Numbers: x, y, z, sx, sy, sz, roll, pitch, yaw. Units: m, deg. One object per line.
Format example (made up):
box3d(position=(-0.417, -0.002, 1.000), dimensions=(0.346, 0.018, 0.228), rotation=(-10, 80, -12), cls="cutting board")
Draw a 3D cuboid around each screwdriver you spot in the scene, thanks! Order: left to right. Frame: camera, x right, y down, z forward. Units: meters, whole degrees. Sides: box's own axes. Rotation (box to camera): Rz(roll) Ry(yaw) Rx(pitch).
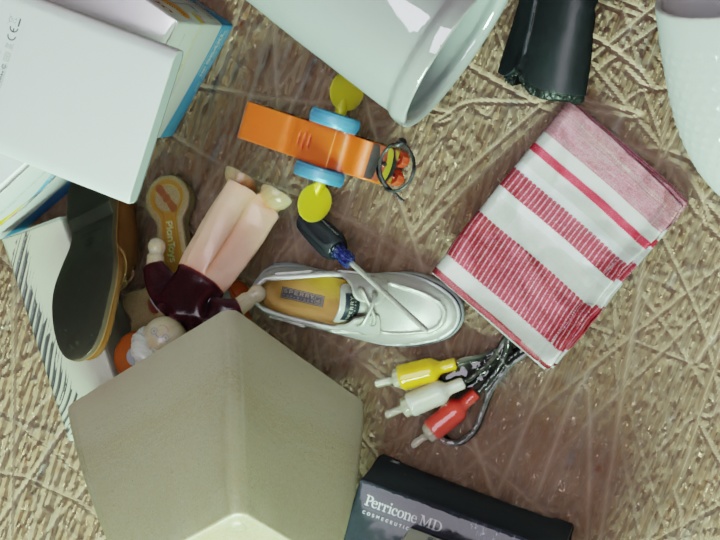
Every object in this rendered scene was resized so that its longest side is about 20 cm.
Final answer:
box3d(position=(0.000, 0.000, 1.611), dimensions=(0.028, 0.029, 0.200), rotation=(-47, 44, -1), cls="screwdriver")

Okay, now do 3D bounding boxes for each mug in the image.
box3d(position=(0.356, -0.162, 1.529), dimensions=(0.198, 0.148, 0.177), rotation=(-20, 113, -17), cls="mug")

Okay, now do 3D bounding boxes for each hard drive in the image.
box3d(position=(-0.258, -0.153, 1.499), dimensions=(0.198, 0.026, 0.133), rotation=(21, 99, 9), cls="hard drive")

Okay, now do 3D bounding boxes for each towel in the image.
box3d(position=(0.179, -0.031, 1.615), dimensions=(0.144, 0.023, 0.201), rotation=(40, 92, 6), cls="towel")

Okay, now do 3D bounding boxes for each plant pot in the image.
box3d(position=(-0.120, 0.190, 1.574), dimensions=(0.199, 0.178, 0.200), rotation=(-30, 134, 23), cls="plant pot")

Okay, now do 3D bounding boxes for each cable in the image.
box3d(position=(0.116, 0.093, 1.643), dimensions=(0.199, 0.050, 0.098), rotation=(-31, 95, 12), cls="cable")

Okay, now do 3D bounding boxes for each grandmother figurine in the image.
box3d(position=(-0.145, 0.006, 1.622), dimensions=(0.120, 0.061, 0.201), rotation=(22, 76, 28), cls="grandmother figurine")

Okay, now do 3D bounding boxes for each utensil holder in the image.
box3d(position=(0.009, -0.250, 1.570), dimensions=(0.199, 0.170, 0.171), rotation=(36, 101, 8), cls="utensil holder")

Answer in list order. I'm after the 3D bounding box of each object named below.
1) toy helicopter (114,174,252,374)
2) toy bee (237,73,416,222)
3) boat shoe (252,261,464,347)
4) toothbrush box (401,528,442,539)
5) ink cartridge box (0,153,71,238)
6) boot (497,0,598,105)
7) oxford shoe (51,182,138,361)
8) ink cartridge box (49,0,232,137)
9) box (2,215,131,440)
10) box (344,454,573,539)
box3d(position=(-0.161, 0.009, 1.680), dimensions=(0.131, 0.079, 0.203), rotation=(-9, 82, 18), cls="toy helicopter")
box3d(position=(-0.012, -0.098, 1.633), dimensions=(0.200, 0.108, 0.131), rotation=(46, 109, 30), cls="toy bee")
box3d(position=(-0.004, 0.031, 1.649), dimensions=(0.198, 0.070, 0.072), rotation=(11, 99, 8), cls="boat shoe")
box3d(position=(0.105, 0.328, 1.534), dimensions=(0.198, 0.085, 0.148), rotation=(20, 99, 9), cls="toothbrush box")
box3d(position=(-0.343, -0.122, 1.635), dimensions=(0.146, 0.200, 0.147), rotation=(-39, 88, 12), cls="ink cartridge box")
box3d(position=(0.201, -0.225, 1.541), dimensions=(0.199, 0.076, 0.170), rotation=(19, 102, 54), cls="boot")
box3d(position=(-0.229, 0.000, 1.634), dimensions=(0.071, 0.071, 0.202), rotation=(-15, 53, 27), cls="oxford shoe")
box3d(position=(-0.218, -0.201, 1.602), dimensions=(0.128, 0.200, 0.126), rotation=(33, 101, 6), cls="ink cartridge box")
box3d(position=(-0.264, 0.051, 1.699), dimensions=(0.068, 0.082, 0.202), rotation=(-18, 91, 13), cls="box")
box3d(position=(0.070, 0.301, 1.640), dimensions=(0.195, 0.117, 0.202), rotation=(18, 98, 9), cls="box")
